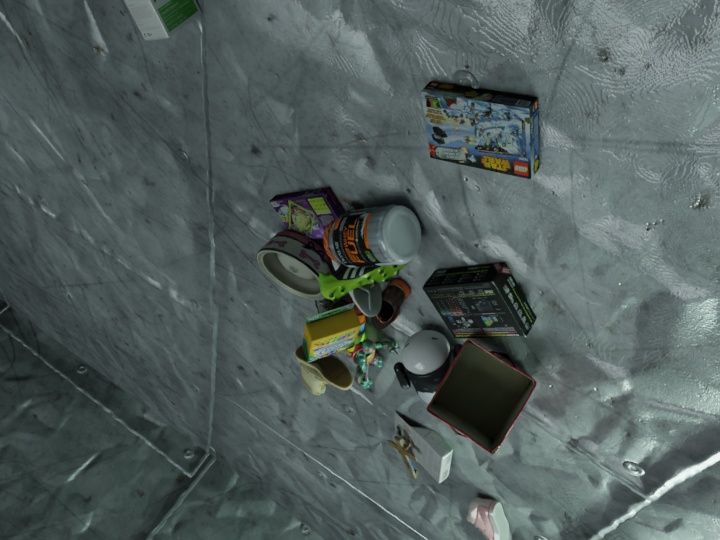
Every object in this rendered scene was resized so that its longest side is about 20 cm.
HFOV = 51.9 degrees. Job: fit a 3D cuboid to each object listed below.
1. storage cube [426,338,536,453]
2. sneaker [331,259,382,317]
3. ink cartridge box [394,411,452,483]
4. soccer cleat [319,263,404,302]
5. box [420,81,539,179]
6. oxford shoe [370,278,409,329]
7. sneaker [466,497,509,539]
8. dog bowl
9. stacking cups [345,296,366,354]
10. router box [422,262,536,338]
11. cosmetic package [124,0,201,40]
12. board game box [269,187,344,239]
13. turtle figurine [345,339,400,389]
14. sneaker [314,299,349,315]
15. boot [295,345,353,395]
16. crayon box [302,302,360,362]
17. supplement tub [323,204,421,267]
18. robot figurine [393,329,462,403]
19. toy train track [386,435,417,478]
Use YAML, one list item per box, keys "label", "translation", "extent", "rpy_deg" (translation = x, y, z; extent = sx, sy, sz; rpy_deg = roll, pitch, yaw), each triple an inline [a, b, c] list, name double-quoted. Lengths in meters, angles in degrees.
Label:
- label: "storage cube"
  translation: [0.263, 0.264, 1.601]
  extent: [0.170, 0.202, 0.180]
  rpy_deg: [31, 180, 11]
- label: "sneaker"
  translation: [-0.011, 0.018, 1.717]
  extent: [0.202, 0.070, 0.080]
  rpy_deg: [62, 163, 11]
- label: "ink cartridge box"
  translation: [0.181, 0.505, 2.160]
  extent: [0.200, 0.050, 0.162]
  rpy_deg: [43, 152, 31]
- label: "soccer cleat"
  translation: [0.000, 0.000, 1.643]
  extent: [0.068, 0.198, 0.082]
  rpy_deg: [67, -178, -60]
- label: "box"
  translation: [0.203, -0.238, 1.248]
  extent: [0.198, 0.040, 0.138]
  rpy_deg: [18, 140, 30]
- label: "oxford shoe"
  translation: [0.054, 0.095, 1.758]
  extent: [0.071, 0.073, 0.201]
  rpy_deg: [34, 147, 8]
- label: "sneaker"
  translation: [0.378, 0.755, 2.211]
  extent: [0.104, 0.075, 0.202]
  rpy_deg: [5, 126, 35]
- label: "dog bowl"
  translation: [-0.152, -0.016, 1.807]
  extent: [0.198, 0.074, 0.201]
  rpy_deg: [24, 154, 12]
- label: "stacking cups"
  translation: [-0.010, 0.131, 1.891]
  extent: [0.060, 0.061, 0.202]
  rpy_deg: [26, 140, 19]
- label: "router box"
  translation: [0.247, 0.067, 1.542]
  extent: [0.199, 0.062, 0.151]
  rpy_deg: [-6, 125, 48]
- label: "cosmetic package"
  translation: [-0.405, -0.559, 1.414]
  extent: [0.084, 0.108, 0.201]
  rpy_deg: [9, 138, 37]
- label: "board game box"
  translation: [-0.114, -0.127, 1.706]
  extent: [0.198, 0.032, 0.121]
  rpy_deg: [-1, 125, 46]
- label: "turtle figurine"
  translation: [0.027, 0.223, 1.880]
  extent: [0.101, 0.149, 0.201]
  rpy_deg: [44, 159, 16]
- label: "sneaker"
  translation: [-0.079, 0.090, 1.853]
  extent: [0.200, 0.074, 0.117]
  rpy_deg: [115, 137, -62]
- label: "boot"
  translation: [-0.103, 0.319, 2.179]
  extent: [0.198, 0.073, 0.157]
  rpy_deg: [27, 144, 23]
- label: "crayon box"
  translation: [-0.071, 0.152, 1.772]
  extent: [0.201, 0.124, 0.052]
  rpy_deg: [105, 146, -65]
- label: "supplement tub"
  translation: [0.020, -0.069, 1.553]
  extent: [0.198, 0.123, 0.123]
  rpy_deg: [-5, 127, 47]
- label: "robot figurine"
  translation: [0.173, 0.234, 1.761]
  extent: [0.124, 0.150, 0.201]
  rpy_deg: [25, 149, 51]
- label: "toy train track"
  translation: [0.142, 0.549, 2.201]
  extent: [0.114, 0.033, 0.201]
  rpy_deg: [23, 146, 40]
